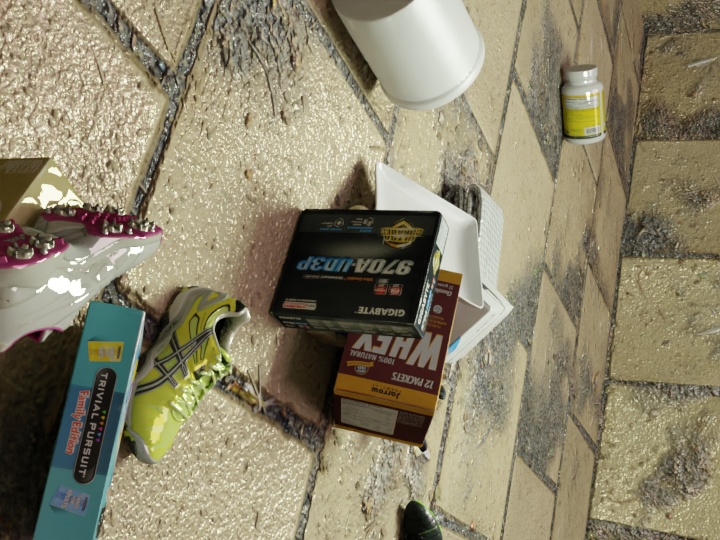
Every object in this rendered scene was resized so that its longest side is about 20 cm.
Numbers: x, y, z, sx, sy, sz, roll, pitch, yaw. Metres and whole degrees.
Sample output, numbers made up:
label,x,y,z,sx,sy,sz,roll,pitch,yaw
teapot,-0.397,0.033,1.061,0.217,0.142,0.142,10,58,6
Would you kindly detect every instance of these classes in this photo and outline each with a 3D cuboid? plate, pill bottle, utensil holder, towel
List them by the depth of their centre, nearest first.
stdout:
label,x,y,z,sx,sy,sz,roll,pitch,yaw
utensil holder,0.068,-0.357,1.310,0.200,0.170,0.170,45,52,-53
plate,0.093,-0.048,1.342,0.200,0.032,0.200,29,39,-23
towel,0.208,-0.047,1.721,0.166,0.086,0.200,33,61,-63
pill bottle,0.608,-0.454,2.481,0.112,0.112,0.200,-46,132,-54

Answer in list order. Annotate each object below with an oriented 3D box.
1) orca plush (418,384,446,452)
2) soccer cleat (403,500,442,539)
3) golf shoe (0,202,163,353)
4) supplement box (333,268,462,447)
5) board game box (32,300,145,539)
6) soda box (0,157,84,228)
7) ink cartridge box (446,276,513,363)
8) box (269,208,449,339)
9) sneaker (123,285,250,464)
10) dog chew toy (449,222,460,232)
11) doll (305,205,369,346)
label,x,y,z,sx,sy,sz,roll,pitch,yaw
orca plush,0.083,0.215,1.487,0.105,0.071,0.200,18,39,-24
soccer cleat,0.102,0.491,1.567,0.081,0.067,0.200,-33,122,-45
golf shoe,-0.229,0.001,0.698,0.200,0.075,0.092,-23,131,-62
supplement box,0.049,0.115,1.264,0.200,0.133,0.197,94,10,-67
board game box,-0.227,0.138,0.774,0.151,0.047,0.200,140,-39,-72
soda box,-0.293,0.003,0.701,0.200,0.064,0.068,-67,147,-35
ink cartridge box,0.162,0.083,1.529,0.145,0.084,0.200,-45,165,13
box,0.000,0.000,1.153,0.046,0.200,0.159,53,47,-54
sneaker,-0.179,0.103,0.932,0.075,0.076,0.200,58,43,-52
dog chew toy,0.091,-0.015,1.446,0.200,0.124,0.125,-44,131,-44
doll,-0.023,0.003,1.277,0.136,0.048,0.200,40,60,-60
